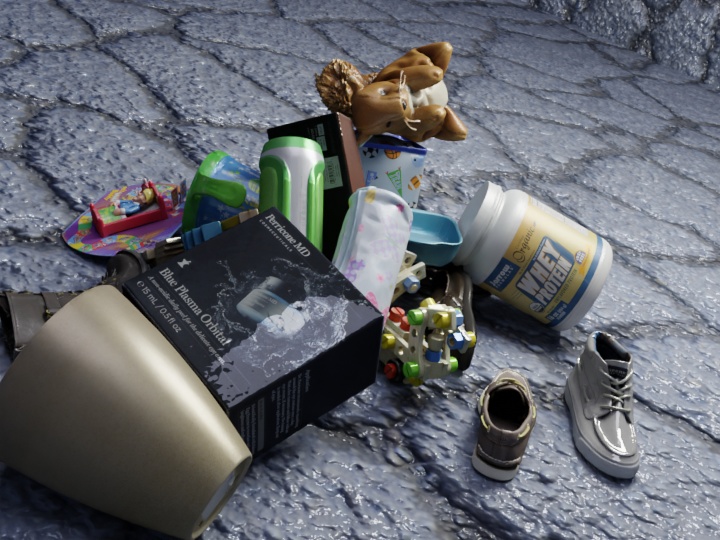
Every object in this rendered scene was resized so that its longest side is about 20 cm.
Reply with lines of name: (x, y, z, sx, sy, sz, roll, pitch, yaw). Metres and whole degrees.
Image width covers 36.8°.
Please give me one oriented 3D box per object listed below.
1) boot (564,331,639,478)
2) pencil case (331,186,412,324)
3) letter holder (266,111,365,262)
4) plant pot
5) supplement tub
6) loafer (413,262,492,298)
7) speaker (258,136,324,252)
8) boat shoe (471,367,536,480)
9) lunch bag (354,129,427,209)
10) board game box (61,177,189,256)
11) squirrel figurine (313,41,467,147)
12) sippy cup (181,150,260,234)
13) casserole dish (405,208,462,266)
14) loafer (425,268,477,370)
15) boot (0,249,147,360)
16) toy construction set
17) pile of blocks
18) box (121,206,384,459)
boot: (0.292, 0.151, 1.285, 0.073, 0.096, 0.201, 8, 26, -10)
pencil case: (0.000, 0.000, 1.292, 0.090, 0.083, 0.202, 33, 59, -24)
letter holder: (-0.039, -0.093, 1.441, 0.099, 0.202, 0.142, -11, -3, 15)
plant pot: (-0.204, 0.148, 0.982, 0.199, 0.188, 0.187, 35, 30, 10)
supplement tub: (0.232, -0.022, 1.501, 0.199, 0.145, 0.145, 29, 25, -5)
loafer: (0.105, -0.006, 1.546, 0.198, 0.064, 0.072, 8, 24, -12)
speaker: (-0.085, -0.056, 1.317, 0.087, 0.202, 0.089, 0, -15, 0)
boat shoe: (0.169, 0.161, 1.245, 0.071, 0.060, 0.200, 17, 26, 8)
lunch bag: (-0.023, -0.121, 1.586, 0.198, 0.172, 0.124, 2, 16, -21)
board game box: (-0.312, -0.088, 1.467, 0.156, 0.039, 0.200, 6, 33, 18)
squirrel figurine: (0.028, -0.234, 1.525, 0.198, 0.143, 0.186, 6, 23, 33)
sippy cup: (-0.158, -0.080, 1.479, 0.129, 0.141, 0.178, 18, 26, 10)
casserole dish: (0.074, -0.047, 1.470, 0.120, 0.039, 0.200, 9, 16, -3)
loafer: (0.108, 0.053, 1.417, 0.071, 0.074, 0.201, 11, 25, -7)
boot: (-0.330, 0.034, 1.243, 0.172, 0.070, 0.200, 2, 30, -24)
toy construction set: (0.059, 0.061, 1.310, 0.091, 0.132, 0.200, 4, 27, -22)
pile of blocks: (-0.185, -0.014, 1.265, 0.199, 0.063, 0.082, -20, -6, 42)
box: (-0.113, 0.066, 1.130, 0.199, 0.118, 0.197, -29, 57, -28)
